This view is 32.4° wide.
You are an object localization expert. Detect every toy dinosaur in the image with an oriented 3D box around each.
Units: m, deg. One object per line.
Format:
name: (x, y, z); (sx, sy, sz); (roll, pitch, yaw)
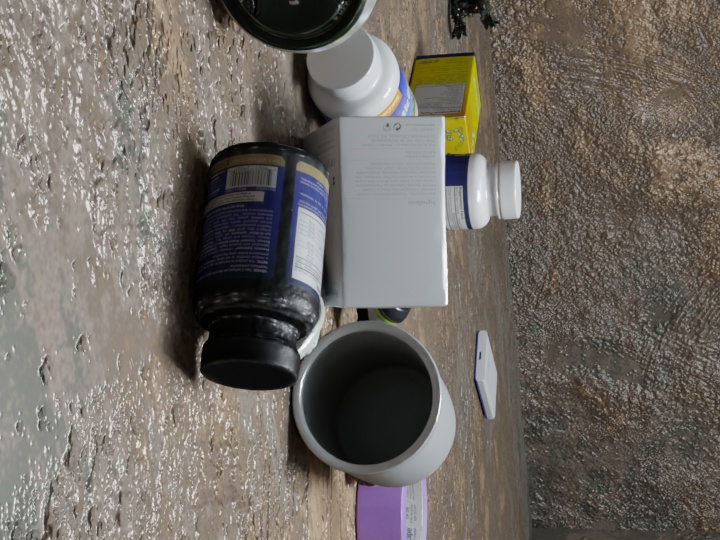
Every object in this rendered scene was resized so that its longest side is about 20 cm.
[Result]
toy dinosaur: (0.217, -0.568, 2.604); (0.200, 0.102, 0.137); (6, 67, -59)

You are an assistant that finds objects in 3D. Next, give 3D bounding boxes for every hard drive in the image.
hard drive: (0.299, 0.250, 2.946); (0.200, 0.025, 0.133); (69, 23, -55)

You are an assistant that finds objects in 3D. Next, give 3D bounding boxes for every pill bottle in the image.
pill bottle: (0.148, -0.123, 1.942); (0.120, 0.199, 0.121); (-2, 90, -77)
pill bottle: (-0.088, -0.003, 1.090); (0.112, 0.111, 0.201); (61, 31, -63)
pill bottle: (0.000, -0.219, 1.499); (0.200, 0.111, 0.113); (47, 43, -72)

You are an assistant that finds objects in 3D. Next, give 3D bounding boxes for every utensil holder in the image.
utensil holder: (0.023, 0.165, 1.448); (0.200, 0.169, 0.171); (59, 32, -71)

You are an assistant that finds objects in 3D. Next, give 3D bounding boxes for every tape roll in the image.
tape roll: (0.047, 0.341, 1.749); (0.200, 0.065, 0.202); (-2, 90, -77)

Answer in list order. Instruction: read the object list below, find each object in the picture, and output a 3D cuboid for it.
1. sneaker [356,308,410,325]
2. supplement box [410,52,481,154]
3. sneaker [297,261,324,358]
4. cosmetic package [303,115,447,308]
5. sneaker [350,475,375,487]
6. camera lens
sneaker: (0.000, 0.000, 1.609); (0.071, 0.083, 0.201); (21, 41, -40)
supplement box: (0.144, -0.276, 2.143); (0.201, 0.108, 0.110); (-77, 160, -47)
sneaker: (-0.067, 0.060, 1.275); (0.200, 0.075, 0.089); (-74, 164, -58)
cosmetic package: (0.012, -0.060, 1.368); (0.199, 0.122, 0.201); (177, -89, -77)
sneaker: (0.021, 0.190, 1.660); (0.082, 0.077, 0.201); (57, 43, -73)
camera lens: (-0.047, -0.314, 1.196); (0.200, 0.159, 0.161); (-71, 156, -56)
